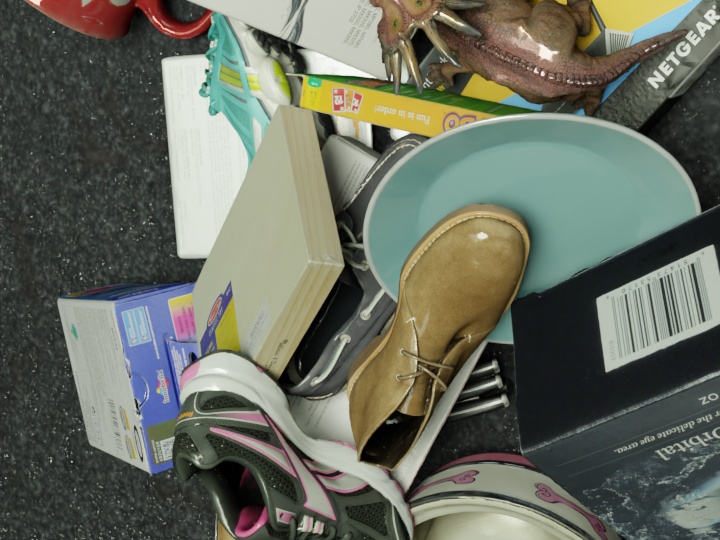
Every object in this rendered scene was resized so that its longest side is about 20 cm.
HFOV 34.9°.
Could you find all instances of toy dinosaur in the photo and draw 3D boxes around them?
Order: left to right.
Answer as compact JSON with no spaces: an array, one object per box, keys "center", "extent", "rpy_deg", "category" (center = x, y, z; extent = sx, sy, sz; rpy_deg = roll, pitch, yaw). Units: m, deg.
[{"center":[0.087,-0.137,0.686],"extent":[0.199,0.135,0.087],"rpy_deg":[18,106,17],"category":"toy dinosaur"}]

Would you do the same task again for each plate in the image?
[{"center":[0.101,-0.025,0.684],"extent":[0.198,0.026,0.201],"rpy_deg":[3,139,2],"category":"plate"}]

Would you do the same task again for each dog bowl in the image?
[{"center":[0.104,0.220,0.824],"extent":[0.198,0.074,0.202],"rpy_deg":[10,122,16],"category":"dog bowl"}]

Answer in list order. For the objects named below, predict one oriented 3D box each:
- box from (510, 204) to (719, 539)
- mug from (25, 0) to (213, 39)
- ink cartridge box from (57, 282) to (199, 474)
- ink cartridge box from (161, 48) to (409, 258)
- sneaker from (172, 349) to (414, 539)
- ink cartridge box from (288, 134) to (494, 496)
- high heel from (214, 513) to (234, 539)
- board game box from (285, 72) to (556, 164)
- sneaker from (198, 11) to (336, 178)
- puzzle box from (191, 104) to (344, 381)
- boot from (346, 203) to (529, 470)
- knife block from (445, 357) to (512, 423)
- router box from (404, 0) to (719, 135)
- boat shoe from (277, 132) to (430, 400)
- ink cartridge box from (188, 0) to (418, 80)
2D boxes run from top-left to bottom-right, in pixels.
[{"center":[0.225,0.074,0.677],"extent":[0.196,0.118,0.200],"rpy_deg":[-28,129,30],"category":"box"},{"center":[-0.170,-0.293,0.893],"extent":[0.200,0.177,0.134],"rpy_deg":[-51,39,22],"category":"mug"},{"center":[-0.172,0.082,0.923],"extent":[0.200,0.076,0.138],"rpy_deg":[0,103,63],"category":"ink cartridge box"},{"center":[-0.053,-0.093,0.904],"extent":[0.198,0.047,0.162],"rpy_deg":[-1,99,12],"category":"ink cartridge box"},{"center":[-0.051,0.147,0.734],"extent":[0.200,0.087,0.080],"rpy_deg":[41,130,-22],"category":"sneaker"},{"center":[0.010,0.033,0.814],"extent":[0.176,0.045,0.201],"rpy_deg":[33,105,22],"category":"ink cartridge box"},{"center":[-0.108,0.245,0.933],"extent":[0.071,0.142,0.202],"rpy_deg":[-6,97,29],"category":"high heel"},{"center":[0.054,-0.102,0.743],"extent":[0.199,0.095,0.030],"rpy_deg":[19,106,27],"category":"board game box"},{"center":[-0.089,-0.149,0.843],"extent":[0.079,0.077,0.201],"rpy_deg":[-20,94,24],"category":"sneaker"},{"center":[-0.068,0.007,0.762],"extent":[0.200,0.025,0.134],"rpy_deg":[122,146,-43],"category":"puzzle box"},{"center":[0.046,0.047,0.693],"extent":[0.073,0.076,0.201],"rpy_deg":[19,130,-11],"category":"boot"},{"center":[0.020,0.104,0.876],"extent":[0.175,0.064,0.201],"rpy_deg":[32,109,22],"category":"knife block"},{"center":[0.139,-0.144,0.771],"extent":[0.149,0.051,0.200],"rpy_deg":[46,119,13],"category":"router box"},{"center":[0.000,0.000,0.758],"extent":[0.072,0.063,0.201],"rpy_deg":[33,105,21],"category":"boat shoe"},{"center":[-0.061,-0.223,0.759],"extent":[0.085,0.199,0.145],"rpy_deg":[-56,34,26],"category":"ink cartridge box"}]
